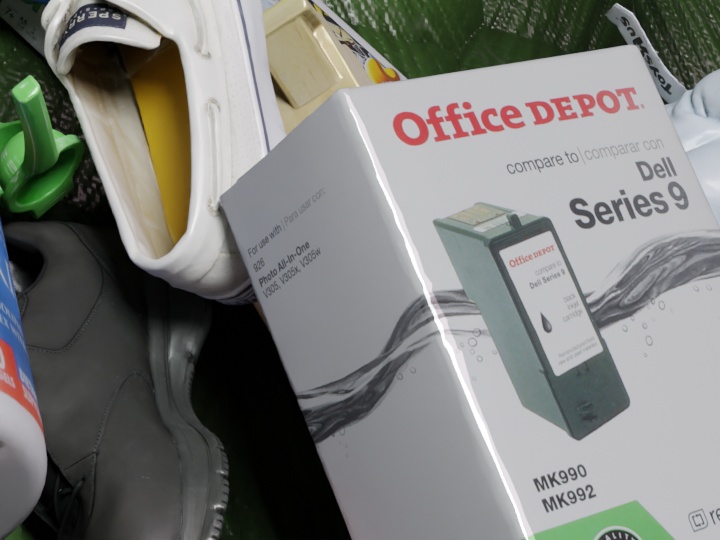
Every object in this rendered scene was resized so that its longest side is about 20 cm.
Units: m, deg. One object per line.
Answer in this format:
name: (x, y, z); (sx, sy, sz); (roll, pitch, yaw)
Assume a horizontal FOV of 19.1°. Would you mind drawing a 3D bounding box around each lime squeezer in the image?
lime squeezer: (-0.127, -0.053, 0.787); (0.037, 0.200, 0.071); (-23, 109, -18)

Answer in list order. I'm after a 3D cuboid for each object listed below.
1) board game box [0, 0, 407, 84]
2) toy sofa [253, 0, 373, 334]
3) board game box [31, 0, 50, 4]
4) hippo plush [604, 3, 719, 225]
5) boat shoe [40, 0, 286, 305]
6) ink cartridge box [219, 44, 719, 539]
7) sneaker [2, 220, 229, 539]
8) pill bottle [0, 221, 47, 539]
board game box: (-0.047, -0.079, 0.936); (0.200, 0.035, 0.126); (42, 40, 4)
toy sofa: (0.000, 0.000, 0.838); (0.201, 0.082, 0.098); (59, 6, 10)
board game box: (-0.205, -0.214, 0.899); (0.198, 0.056, 0.197); (12, 45, -13)
hippo plush: (0.158, -0.024, 0.943); (0.200, 0.160, 0.161); (42, 39, 3)
boat shoe: (-0.079, -0.084, 0.769); (0.070, 0.071, 0.202); (13, 57, -53)
ink cartridge box: (0.060, 0.035, 0.714); (0.145, 0.084, 0.201); (-12, 73, -39)
sneaker: (-0.097, 0.058, 0.748); (0.090, 0.076, 0.201); (12, 36, -20)
pill bottle: (-0.173, -0.006, 0.708); (0.111, 0.112, 0.201); (7, 49, -32)
